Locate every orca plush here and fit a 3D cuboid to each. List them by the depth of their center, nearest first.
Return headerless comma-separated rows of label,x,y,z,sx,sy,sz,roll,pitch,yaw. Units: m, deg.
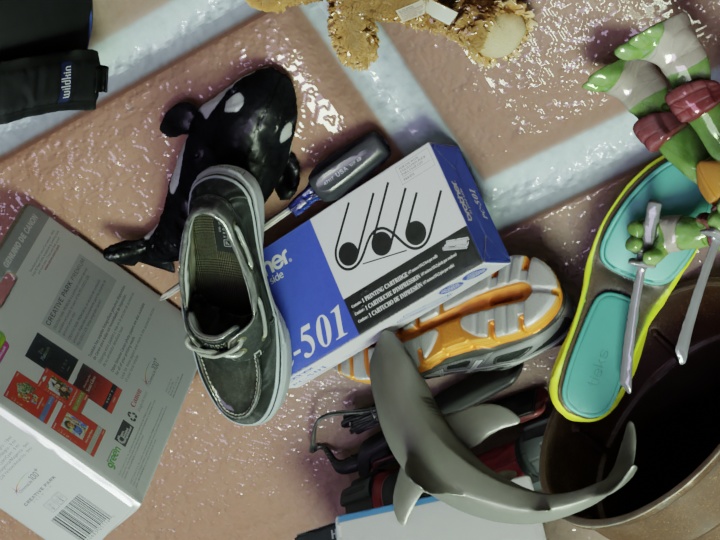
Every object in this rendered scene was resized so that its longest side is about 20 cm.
orca plush,-0.114,-0.055,1.257,0.200,0.071,0.105,-34,111,29

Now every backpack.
backpack,-0.257,-0.182,1.132,0.154,0.191,0.200,20,127,18

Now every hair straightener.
hair straightener,0.039,0.103,1.355,0.200,0.041,0.077,-21,116,29

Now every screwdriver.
screwdriver,-0.060,-0.032,1.260,0.200,0.028,0.029,-39,119,15

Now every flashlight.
flashlight,0.082,0.159,1.359,0.200,0.068,0.068,-25,120,27

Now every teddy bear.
teddy bear,0.025,-0.195,1.146,0.200,0.067,0.145,-1,133,5

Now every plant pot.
plant pot,0.263,0.143,1.242,0.198,0.200,0.200,40,123,-23

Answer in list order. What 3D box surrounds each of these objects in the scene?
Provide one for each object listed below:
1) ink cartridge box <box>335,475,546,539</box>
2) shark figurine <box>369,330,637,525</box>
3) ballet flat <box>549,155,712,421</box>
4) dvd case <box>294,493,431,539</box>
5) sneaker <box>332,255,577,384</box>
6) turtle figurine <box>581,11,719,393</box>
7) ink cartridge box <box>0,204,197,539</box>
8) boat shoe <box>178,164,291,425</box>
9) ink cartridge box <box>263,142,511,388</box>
ink cartridge box,0.077,0.272,1.297,0.146,0.146,0.200,-12,142,3
shark figurine,0.077,0.135,1.185,0.214,0.089,0.128,21,100,26
ballet flat,0.181,0.009,1.228,0.067,0.067,0.200,24,94,-2
dvd case,0.056,0.235,1.384,0.150,0.025,0.200,-20,141,13
sneaker,0.066,0.047,1.288,0.200,0.078,0.077,-11,154,32
turtle figurine,0.197,-0.045,1.115,0.200,0.144,0.194,-32,83,14
ink cartridge box,-0.220,0.075,1.288,0.175,0.200,0.084,38,124,-14
boat shoe,-0.096,0.029,1.217,0.072,0.071,0.200,2,120,18
ink cartridge box,0.000,0.000,1.257,0.200,0.044,0.094,-32,73,28
